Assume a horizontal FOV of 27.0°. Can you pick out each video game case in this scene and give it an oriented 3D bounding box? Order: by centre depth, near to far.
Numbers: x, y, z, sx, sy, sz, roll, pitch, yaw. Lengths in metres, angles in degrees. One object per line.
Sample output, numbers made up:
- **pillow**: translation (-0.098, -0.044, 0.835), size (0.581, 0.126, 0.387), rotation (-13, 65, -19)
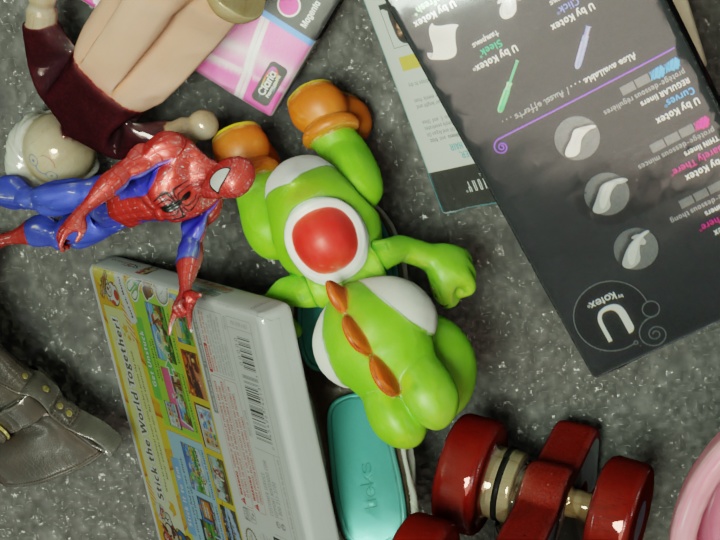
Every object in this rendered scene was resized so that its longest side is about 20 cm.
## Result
- **video game case**: translation (-0.078, 0.099, 0.838), size (0.182, 0.023, 0.201), rotation (13, 120, 51)

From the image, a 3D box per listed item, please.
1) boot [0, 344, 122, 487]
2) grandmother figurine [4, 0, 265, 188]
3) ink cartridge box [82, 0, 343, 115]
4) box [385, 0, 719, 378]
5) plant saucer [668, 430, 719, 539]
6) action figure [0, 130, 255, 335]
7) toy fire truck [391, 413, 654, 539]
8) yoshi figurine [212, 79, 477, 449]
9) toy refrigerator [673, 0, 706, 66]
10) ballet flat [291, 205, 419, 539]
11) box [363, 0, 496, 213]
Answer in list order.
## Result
- **boot**: translation (-0.256, 0.070, 0.883), size (0.199, 0.069, 0.174), rotation (-9, 131, 38)
- **grandmother figurine**: translation (-0.132, -0.103, 0.787), size (0.121, 0.061, 0.200), rotation (48, 130, 3)
- **ink cartridge box**: translation (-0.106, -0.175, 0.799), size (0.200, 0.037, 0.095), rotation (32, 111, -3)
- **box**: translation (0.105, -0.074, 0.678), size (0.106, 0.122, 0.200), rotation (-27, 104, 15)
- **plant saucer**: translation (0.249, 0.132, 0.724), size (0.200, 0.051, 0.201), rotation (3, 110, 8)
- **action figure**: translation (-0.145, -0.014, 0.778), size (0.199, 0.099, 0.065), rotation (-13, 134, 26)
- **toy fire truck**: translation (0.086, 0.186, 0.823), size (0.112, 0.200, 0.168), rotation (14, 129, 19)
- **yoshi figurine**: translation (0.000, 0.007, 0.788), size (0.112, 0.112, 0.200), rotation (-54, 52, 46)
- **toy refrigerator**: translation (0.113, -0.192, 0.740), size (0.070, 0.076, 0.201), rotation (-18, 106, 13)
- **ballet flat**: translation (0.000, 0.062, 0.845), size (0.069, 0.069, 0.201), rotation (-8, 80, 10)
- **box**: translation (0.052, -0.134, 0.770), size (0.082, 0.049, 0.201), rotation (-9, 110, 35)
